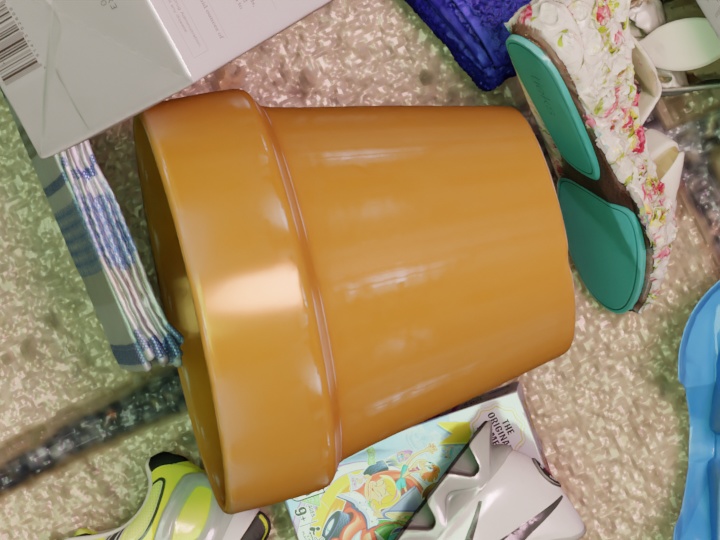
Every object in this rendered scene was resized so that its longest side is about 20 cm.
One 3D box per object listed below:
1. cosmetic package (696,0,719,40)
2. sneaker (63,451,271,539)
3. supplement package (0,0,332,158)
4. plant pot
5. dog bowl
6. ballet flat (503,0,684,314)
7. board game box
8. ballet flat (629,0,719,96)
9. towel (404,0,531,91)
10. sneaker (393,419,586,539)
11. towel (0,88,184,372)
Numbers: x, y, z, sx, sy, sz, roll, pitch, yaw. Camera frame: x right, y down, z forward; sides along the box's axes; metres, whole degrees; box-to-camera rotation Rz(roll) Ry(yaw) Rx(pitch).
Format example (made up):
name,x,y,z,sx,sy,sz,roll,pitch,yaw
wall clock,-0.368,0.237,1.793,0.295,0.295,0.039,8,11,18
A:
name,x,y,z,sx,sy,sz,roll,pitch,yaw
cosmetic package,0.206,-0.158,1.199,0.101,0.074,0.200,-21,67,-20
sneaker,-0.137,0.179,1.333,0.076,0.075,0.200,45,89,7
supplement package,-0.080,-0.157,1.196,0.120,0.200,0.122,-22,99,45
plant pot,0.000,0.000,1.244,0.182,0.200,0.201,-13,95,-9
dog bowl,0.214,0.091,1.289,0.111,0.050,0.201,1,96,6
ballet flat,0.125,-0.060,1.240,0.064,0.200,0.076,-40,48,-18
board game box,0.052,0.174,1.324,0.134,0.034,0.201,-19,94,8
ballet flat,0.207,-0.118,1.259,0.199,0.064,0.068,-9,95,7
towel,0.052,-0.206,1.274,0.148,0.050,0.200,-41,90,10
sneaker,0.033,0.179,1.271,0.088,0.074,0.200,39,99,3
towel,-0.140,-0.042,1.270,0.024,0.147,0.201,-23,92,-11
